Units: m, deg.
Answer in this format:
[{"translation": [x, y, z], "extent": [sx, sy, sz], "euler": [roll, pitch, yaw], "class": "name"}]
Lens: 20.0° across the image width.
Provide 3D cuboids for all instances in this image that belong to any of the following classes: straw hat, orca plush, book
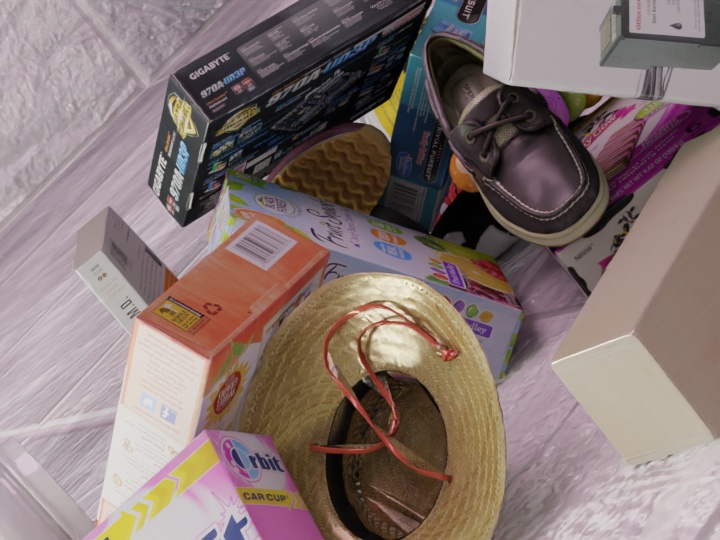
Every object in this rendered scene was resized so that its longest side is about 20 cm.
[{"translation": [0.025, 0.107, 1.158], "extent": [0.200, 0.203, 0.085], "euler": [-32, -24, 27], "class": "straw hat"}, {"translation": [0.116, -0.077, 1.512], "extent": [0.199, 0.071, 0.105], "euler": [-38, 15, 7], "class": "orca plush"}, {"translation": [-0.135, 0.050, 1.514], "extent": [0.048, 0.200, 0.134], "euler": [-37, 14, 4], "class": "book"}]

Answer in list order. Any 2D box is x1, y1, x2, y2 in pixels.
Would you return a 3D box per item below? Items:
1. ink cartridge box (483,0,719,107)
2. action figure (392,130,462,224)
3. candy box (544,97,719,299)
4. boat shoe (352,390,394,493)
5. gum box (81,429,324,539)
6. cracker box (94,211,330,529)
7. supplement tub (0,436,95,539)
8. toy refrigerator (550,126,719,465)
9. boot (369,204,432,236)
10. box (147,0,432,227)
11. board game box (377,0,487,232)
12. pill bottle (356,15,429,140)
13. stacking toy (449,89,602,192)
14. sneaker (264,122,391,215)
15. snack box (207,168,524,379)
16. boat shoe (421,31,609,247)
[{"translation": [0.177, -0.143, 1.203], "extent": [0.146, 0.198, 0.085], "euler": [-107, 23, -82], "class": "ink cartridge box"}, {"translation": [0.099, -0.116, 1.629], "extent": [0.200, 0.099, 0.065], "euler": [-51, 17, -29], "class": "action figure"}, {"translation": [0.174, -0.055, 1.326], "extent": [0.136, 0.061, 0.200], "euler": [-39, 14, 3], "class": "candy box"}, {"translation": [-0.019, 0.106, 1.339], "extent": [0.075, 0.060, 0.200], "euler": [-27, 20, 39], "class": "boat shoe"}, {"translation": [-0.110, 0.196, 1.143], "extent": [0.200, 0.114, 0.066], "euler": [-42, -27, 21], "class": "gum box"}, {"translation": [-0.092, 0.082, 1.227], "extent": [0.134, 0.057, 0.201], "euler": [-43, -25, -48], "class": "cracker box"}, {"translation": [-0.284, 0.232, 1.466], "extent": [0.200, 0.145, 0.144], "euler": [-44, 15, -12], "class": "supplement tub"}, {"translation": [0.181, 0.007, 1.106], "extent": [0.070, 0.076, 0.200], "euler": [-24, 22, 45], "class": "toy refrigerator"}, {"translation": [-0.024, 0.043, 1.507], "extent": [0.159, 0.079, 0.211], "euler": [-62, 3, -14], "class": "boot"}, {"translation": [-0.049, -0.126, 1.408], "extent": [0.199, 0.046, 0.159], "euler": [-33, -14, -23], "class": "box"}, {"translation": [0.071, -0.151, 1.496], "extent": [0.201, 0.047, 0.152], "euler": [-65, -8, -45], "class": "board game box"}, {"translation": [0.073, -0.167, 1.799], "extent": [0.199, 0.115, 0.115], "euler": [-27, 20, 42], "class": "pill bottle"}, {"translation": [0.121, -0.131, 1.397], "extent": [0.200, 0.116, 0.110], "euler": [-52, 4, -23], "class": "stacking toy"}, {"translation": [-0.051, -0.043, 1.473], "extent": [0.200, 0.075, 0.090], "euler": [-45, 18, 23], "class": "sneaker"}, {"translation": [0.000, 0.000, 1.339], "extent": [0.142, 0.198, 0.053], "euler": [-109, 38, -75], "class": "snack box"}, {"translation": [0.087, -0.087, 1.280], "extent": [0.072, 0.066, 0.201], "euler": [-40, 38, 5], "class": "boat shoe"}]
